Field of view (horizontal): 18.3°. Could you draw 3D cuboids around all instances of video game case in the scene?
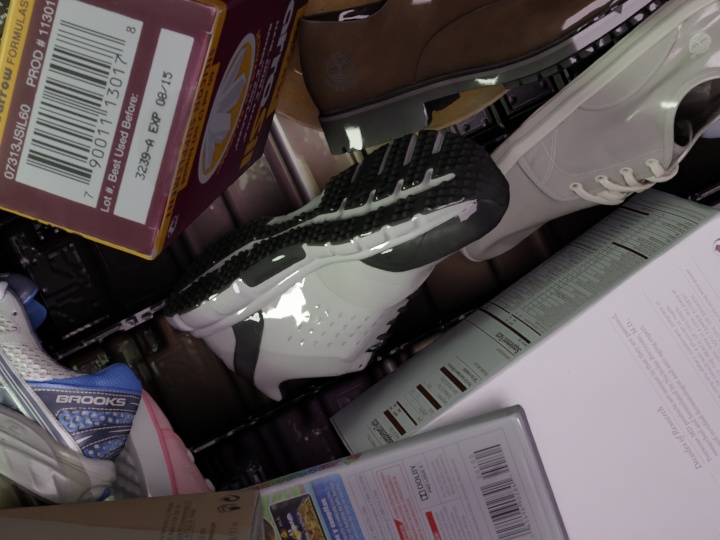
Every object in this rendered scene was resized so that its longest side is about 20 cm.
[{"bbox_3d":[0.000,0.154,0.985,0.199,0.018,0.144,-18,102,11],"label":"video game case"}]

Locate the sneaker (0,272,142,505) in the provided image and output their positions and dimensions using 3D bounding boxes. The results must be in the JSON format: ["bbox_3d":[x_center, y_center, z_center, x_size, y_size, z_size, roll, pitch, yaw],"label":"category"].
[{"bbox_3d":[-0.190,0.034,1.048,0.199,0.077,0.086,30,82,4],"label":"sneaker"}]

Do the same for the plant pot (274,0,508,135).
[{"bbox_3d":[0.006,-0.163,1.055,0.199,0.027,0.201,3,107,9],"label":"plant pot"}]

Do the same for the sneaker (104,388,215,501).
[{"bbox_3d":[-0.075,0.145,1.089,0.104,0.075,0.201,-7,72,-44],"label":"sneaker"}]

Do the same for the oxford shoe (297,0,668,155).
[{"bbox_3d":[0.060,-0.124,1.005,0.199,0.073,0.085,-20,100,15],"label":"oxford shoe"}]

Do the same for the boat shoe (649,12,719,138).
[{"bbox_3d":[0.125,-0.158,1.083,0.090,0.071,0.202,-11,95,2],"label":"boat shoe"}]

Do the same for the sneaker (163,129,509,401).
[{"bbox_3d":[0.000,0.000,1.044,0.080,0.199,0.074,48,44,-20],"label":"sneaker"}]

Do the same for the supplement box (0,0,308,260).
[{"bbox_3d":[-0.089,-0.091,0.973,0.085,0.200,0.111,19,108,5],"label":"supplement box"}]

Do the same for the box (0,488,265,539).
[{"bbox_3d":[-0.138,0.154,0.941,0.198,0.078,0.096,-3,106,2],"label":"box"}]

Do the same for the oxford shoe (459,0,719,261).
[{"bbox_3d":[0.118,-0.058,1.049,0.200,0.075,0.058,-41,71,32],"label":"oxford shoe"}]

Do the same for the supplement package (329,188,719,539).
[{"bbox_3d":[0.124,0.098,1.066,0.199,0.147,0.192,-35,99,-3],"label":"supplement package"}]
